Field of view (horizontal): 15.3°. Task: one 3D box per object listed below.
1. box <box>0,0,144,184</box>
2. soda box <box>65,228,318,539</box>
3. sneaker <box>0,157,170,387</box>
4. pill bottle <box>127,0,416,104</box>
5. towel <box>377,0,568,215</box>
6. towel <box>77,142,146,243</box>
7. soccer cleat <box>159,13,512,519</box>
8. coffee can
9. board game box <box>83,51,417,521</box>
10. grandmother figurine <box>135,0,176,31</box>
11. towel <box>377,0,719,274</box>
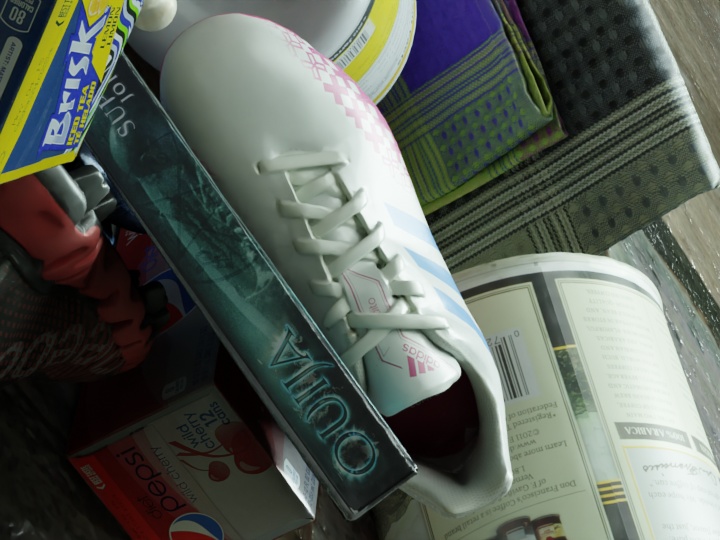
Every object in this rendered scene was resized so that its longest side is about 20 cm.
[{"bbox_3d":[-0.158,-0.100,0.712,0.200,0.070,0.064,29,18,11],"label":"box"},{"bbox_3d":[-0.053,0.022,0.987,0.070,0.063,0.200,55,20,-25],"label":"soda box"},{"bbox_3d":[-0.118,0.004,0.830,0.071,0.098,0.200,53,-5,14],"label":"sneaker"},{"bbox_3d":[-0.036,-0.115,1.117,0.200,0.112,0.112,38,27,-81],"label":"pill bottle"},{"bbox_3d":[0.004,-0.125,1.233,0.023,0.144,0.200,-15,80,-50],"label":"towel"},{"bbox_3d":[-0.145,-0.078,0.906,0.200,0.048,0.112,34,34,-54],"label":"towel"},{"bbox_3d":[0.000,0.000,0.928,0.200,0.070,0.086,58,1,-25],"label":"soccer cleat"},{"bbox_3d":[0.082,0.115,1.087,0.146,0.146,0.200,37,31,-52],"label":"coffee can"},{"bbox_3d":[-0.051,-0.012,0.841,0.200,0.028,0.135,55,-2,2],"label":"board game box"},{"bbox_3d":[-0.072,-0.137,0.847,0.200,0.060,0.121,5,75,-69],"label":"grandmother figurine"},{"bbox_3d":[0.059,-0.084,1.235,0.035,0.200,0.193,-16,79,-50],"label":"towel"}]
